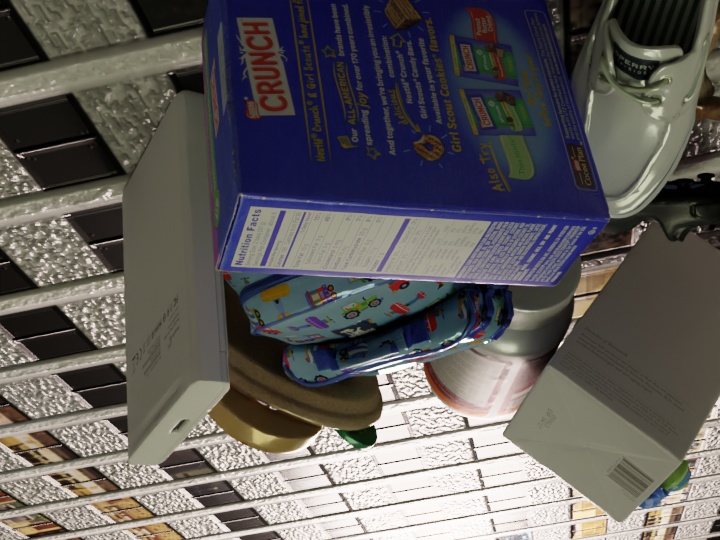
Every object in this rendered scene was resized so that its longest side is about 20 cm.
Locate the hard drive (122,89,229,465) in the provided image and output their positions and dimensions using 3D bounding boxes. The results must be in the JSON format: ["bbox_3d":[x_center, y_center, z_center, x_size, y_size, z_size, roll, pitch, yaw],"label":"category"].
[{"bbox_3d":[-0.122,0.005,0.672,0.026,0.202,0.132,9,147,-27],"label":"hard drive"}]

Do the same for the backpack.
[{"bbox_3d":[0.000,0.000,0.710,0.181,0.136,0.200,-17,171,18],"label":"backpack"}]

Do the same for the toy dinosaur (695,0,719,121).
[{"bbox_3d":[0.174,-0.121,0.649,0.134,0.086,0.200,-9,146,17],"label":"toy dinosaur"}]

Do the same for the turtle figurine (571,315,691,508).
[{"bbox_3d":[0.272,0.109,1.039,0.194,0.144,0.200,41,90,-13],"label":"turtle figurine"}]

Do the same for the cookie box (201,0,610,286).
[{"bbox_3d":[0.017,-0.083,0.584,0.198,0.172,0.075,3,146,-17],"label":"cookie box"}]

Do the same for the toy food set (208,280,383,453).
[{"bbox_3d":[-0.065,0.072,0.828,0.197,0.200,0.049,13,112,-48],"label":"toy food set"}]

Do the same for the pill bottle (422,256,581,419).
[{"bbox_3d":[0.117,0.040,0.885,0.108,0.110,0.200,-3,150,-8],"label":"pill bottle"}]

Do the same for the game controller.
[{"bbox_3d":[0.203,-0.049,0.729,0.103,0.043,0.200,10,-171,21],"label":"game controller"}]

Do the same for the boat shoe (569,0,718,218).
[{"bbox_3d":[0.149,-0.120,0.564,0.073,0.067,0.202,16,113,19],"label":"boat shoe"}]

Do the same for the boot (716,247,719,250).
[{"bbox_3d":[0.342,0.034,0.976,0.145,0.071,0.201,3,143,-15],"label":"boot"}]

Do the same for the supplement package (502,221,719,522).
[{"bbox_3d":[0.227,0.075,0.851,0.119,0.200,0.122,35,146,12],"label":"supplement package"}]
